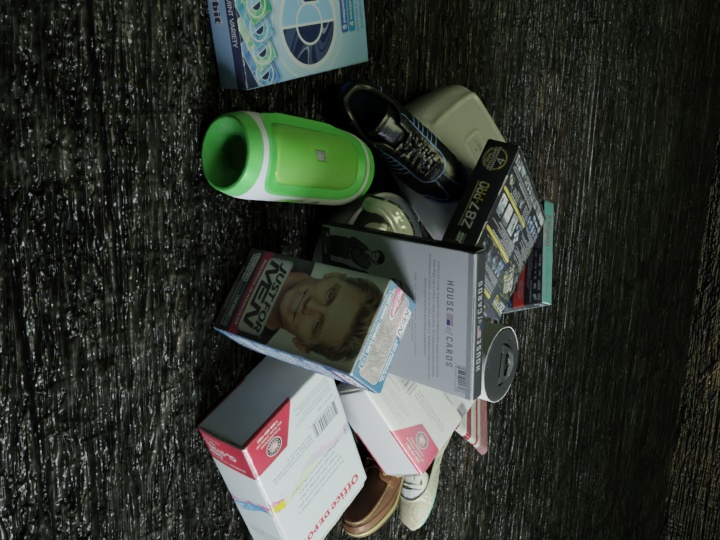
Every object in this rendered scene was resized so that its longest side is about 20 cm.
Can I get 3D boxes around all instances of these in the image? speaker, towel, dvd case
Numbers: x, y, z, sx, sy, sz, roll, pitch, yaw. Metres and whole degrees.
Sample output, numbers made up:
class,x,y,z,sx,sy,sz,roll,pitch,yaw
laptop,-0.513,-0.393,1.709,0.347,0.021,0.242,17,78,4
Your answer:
class,x,y,z,sx,sy,sz,roll,pitch,yaw
speaker,0.074,0.083,0.804,0.081,0.197,0.083,-18,113,-49
towel,0.164,0.199,1.171,0.200,0.022,0.146,46,40,-47
dvd case,0.214,-0.010,1.067,0.022,0.199,0.149,10,75,-25
speaker,-0.071,-0.116,0.764,0.198,0.087,0.090,-3,102,-52
dvd case,0.039,0.037,0.746,0.025,0.197,0.153,-19,115,-47

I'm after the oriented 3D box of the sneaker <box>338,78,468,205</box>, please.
class,x,y,z,sx,sy,sz,roll,pitch,yaw
sneaker,0.050,-0.146,0.843,0.070,0.199,0.078,-49,-174,12

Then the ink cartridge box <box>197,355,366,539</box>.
class,x,y,z,sx,sy,sz,roll,pitch,yaw
ink cartridge box,-0.084,0.216,0.837,0.146,0.082,0.203,-44,132,-37

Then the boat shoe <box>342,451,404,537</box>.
class,x,y,z,sx,sy,sz,roll,pitch,yaw
boat shoe,0.029,0.285,1.023,0.200,0.071,0.069,-49,129,-42

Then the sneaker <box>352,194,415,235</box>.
class,x,y,z,sx,sy,sz,roll,pitch,yaw
sneaker,0.042,0.001,0.858,0.080,0.073,0.201,-53,131,-16

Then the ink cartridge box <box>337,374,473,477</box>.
class,x,y,z,sx,sy,sz,roll,pitch,yaw
ink cartridge box,0.075,0.158,0.992,0.200,0.082,0.148,-44,105,-37

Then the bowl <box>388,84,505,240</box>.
class,x,y,z,sx,sy,sz,roll,pitch,yaw
bowl,0.133,-0.148,0.959,0.199,0.074,0.202,-41,103,-44

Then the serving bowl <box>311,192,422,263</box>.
class,x,y,z,sx,sy,sz,roll,pitch,yaw
serving bowl,0.000,0.000,0.904,0.199,0.065,0.204,-20,116,-49

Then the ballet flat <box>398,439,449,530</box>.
class,x,y,z,sx,sy,sz,roll,pitch,yaw
ballet flat,0.093,0.297,1.119,0.062,0.067,0.203,45,54,-37

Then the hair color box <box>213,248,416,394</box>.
class,x,y,z,sx,sy,sz,roll,pitch,yaw
hair color box,-0.051,0.046,0.738,0.060,0.197,0.101,42,67,-48

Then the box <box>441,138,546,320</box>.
class,x,y,z,sx,sy,sz,roll,pitch,yaw
box,0.169,-0.043,0.897,0.164,0.048,0.200,-66,151,-9

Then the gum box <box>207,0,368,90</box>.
class,x,y,z,sx,sy,sz,roll,pitch,yaw
gum box,-0.073,-0.292,0.745,0.199,0.044,0.173,-31,123,-46
